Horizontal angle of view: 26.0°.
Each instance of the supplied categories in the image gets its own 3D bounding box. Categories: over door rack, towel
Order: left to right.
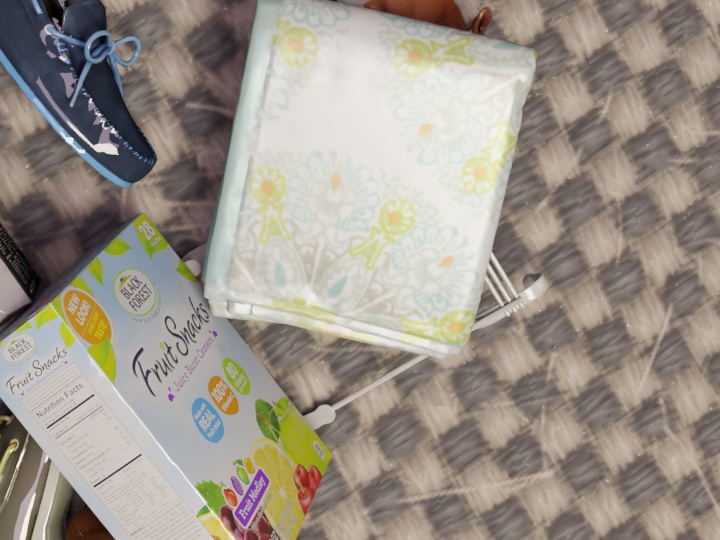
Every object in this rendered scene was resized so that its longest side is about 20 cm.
[{"bbox_3d":[0.000,0.000,1.006,0.199,0.067,0.149,-33,98,8],"label":"over door rack"},{"bbox_3d":[0.001,-0.053,0.935,0.169,0.048,0.202,12,105,-3],"label":"towel"}]

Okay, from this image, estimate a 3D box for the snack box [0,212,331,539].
[{"bbox_3d":[-0.113,0.083,0.913,0.067,0.169,0.201,-35,100,19],"label":"snack box"}]

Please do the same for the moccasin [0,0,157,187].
[{"bbox_3d":[-0.184,-0.144,0.948,0.068,0.081,0.201,-36,100,6],"label":"moccasin"}]

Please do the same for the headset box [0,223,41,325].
[{"bbox_3d":[-0.274,-0.049,0.907,0.075,0.149,0.201,-35,100,-6],"label":"headset box"}]

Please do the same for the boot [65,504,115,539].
[{"bbox_3d":[-0.095,0.213,0.952,0.199,0.155,0.074,29,89,-10],"label":"boot"}]

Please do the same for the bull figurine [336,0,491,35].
[{"bbox_3d":[0.012,-0.189,0.979,0.121,0.065,0.202,-23,90,-43],"label":"bull figurine"}]

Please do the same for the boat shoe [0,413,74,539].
[{"bbox_3d":[-0.206,0.123,0.969,0.060,0.072,0.204,11,84,4],"label":"boat shoe"}]
